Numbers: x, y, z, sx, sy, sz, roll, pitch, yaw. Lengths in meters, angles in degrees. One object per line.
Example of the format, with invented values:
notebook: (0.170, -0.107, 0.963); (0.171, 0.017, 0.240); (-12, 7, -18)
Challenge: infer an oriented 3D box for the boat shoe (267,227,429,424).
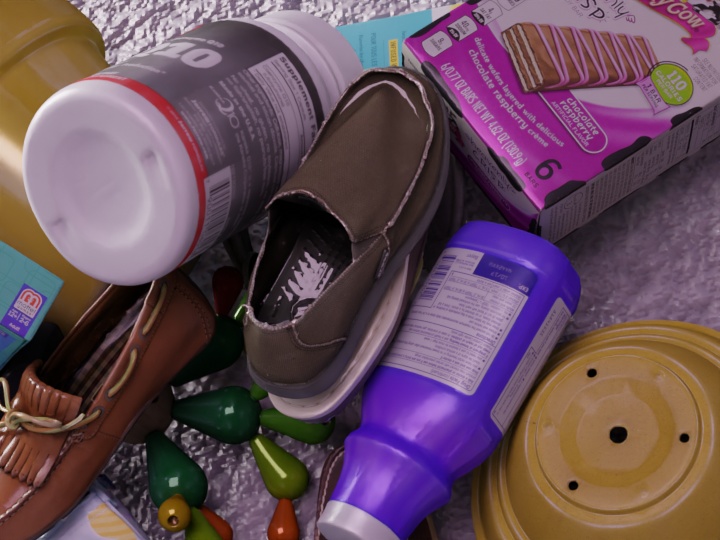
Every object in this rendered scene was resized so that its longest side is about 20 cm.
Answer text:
boat shoe: (0.000, 0.000, 1.430); (0.071, 0.060, 0.201); (9, 67, 17)

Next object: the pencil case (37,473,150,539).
pencil case: (-0.201, 0.208, 1.460); (0.200, 0.091, 0.083); (-43, 60, -5)

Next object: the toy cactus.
toy cactus: (-0.098, 0.083, 1.477); (0.164, 0.102, 0.201); (6, 75, 12)

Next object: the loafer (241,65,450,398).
loafer: (-0.008, -0.029, 1.372); (0.075, 0.070, 0.201); (14, 68, 19)

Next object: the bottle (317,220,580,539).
bottle: (0.045, 0.069, 1.408); (0.083, 0.065, 0.201); (15, 65, 38)

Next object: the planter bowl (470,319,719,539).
planter bowl: (0.149, 0.104, 1.404); (0.199, 0.084, 0.202); (-7, 64, 14)

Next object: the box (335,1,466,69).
box: (0.074, -0.119, 1.553); (0.199, 0.049, 0.083); (-10, 63, 13)

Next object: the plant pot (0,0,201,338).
plant pot: (-0.196, -0.051, 1.537); (0.189, 0.201, 0.201); (38, 80, 12)

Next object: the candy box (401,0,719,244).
candy box: (0.142, -0.121, 1.465); (0.199, 0.061, 0.137); (-33, 69, -14)

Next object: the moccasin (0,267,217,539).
moccasin: (-0.166, 0.076, 1.420); (0.201, 0.078, 0.074); (-45, 45, -2)

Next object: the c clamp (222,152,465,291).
c clamp: (-0.006, -0.027, 1.519); (0.199, 0.027, 0.172); (1, 95, 27)

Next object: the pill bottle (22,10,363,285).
pill bottle: (-0.087, -0.076, 1.427); (0.113, 0.115, 0.200); (20, 29, 25)

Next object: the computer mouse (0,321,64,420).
computer mouse: (-0.227, 0.108, 1.505); (0.200, 0.034, 0.059); (-52, 12, 28)

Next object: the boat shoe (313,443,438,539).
boat shoe: (0.004, 0.181, 1.418); (0.072, 0.072, 0.201); (-9, 63, 13)

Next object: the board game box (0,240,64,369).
board game box: (-0.266, 0.009, 1.459); (0.152, 0.200, 0.045); (34, 65, -10)
